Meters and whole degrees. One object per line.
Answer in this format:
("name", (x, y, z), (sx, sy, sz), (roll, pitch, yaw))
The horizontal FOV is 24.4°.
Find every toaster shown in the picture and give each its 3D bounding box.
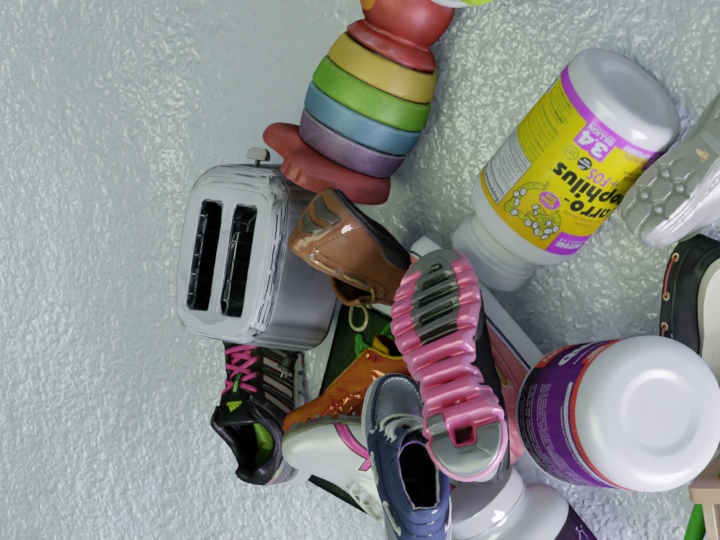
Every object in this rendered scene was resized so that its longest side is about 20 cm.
("toaster", (-0.090, -0.006, 1.481), (0.113, 0.129, 0.201), (10, 92, 29))

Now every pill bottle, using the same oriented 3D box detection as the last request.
("pill bottle", (0.159, -0.075, 1.343), (0.104, 0.104, 0.200), (47, 123, 13))
("pill bottle", (0.155, 0.259, 1.403), (0.112, 0.113, 0.200), (-29, 107, 35))
("pill bottle", (0.190, 0.111, 1.290), (0.113, 0.112, 0.200), (68, 165, -1))

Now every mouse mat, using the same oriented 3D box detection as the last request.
("mouse mat", (0.027, 0.143, 1.549), (0.161, 0.008, 0.201), (26, 115, 25))

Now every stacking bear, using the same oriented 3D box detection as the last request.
("stacking bear", (0.014, -0.167, 1.410), (0.201, 0.113, 0.122), (-65, 25, 17))

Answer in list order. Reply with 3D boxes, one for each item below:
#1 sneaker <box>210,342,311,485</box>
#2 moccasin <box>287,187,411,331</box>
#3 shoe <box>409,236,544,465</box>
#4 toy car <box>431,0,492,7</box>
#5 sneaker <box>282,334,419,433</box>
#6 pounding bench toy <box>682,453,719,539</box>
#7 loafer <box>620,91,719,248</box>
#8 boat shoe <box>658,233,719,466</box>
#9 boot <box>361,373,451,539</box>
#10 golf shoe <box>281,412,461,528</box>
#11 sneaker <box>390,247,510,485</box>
("sneaker", (-0.102, 0.113, 1.571), (0.074, 0.087, 0.201), (-12, 93, 35))
("moccasin", (0.001, 0.001, 1.418), (0.078, 0.201, 0.074), (-43, 63, 6))
("shoe", (0.091, 0.071, 1.406), (0.091, 0.071, 0.200), (-43, 99, -4))
("toy car", (0.112, -0.304, 1.287), (0.149, 0.175, 0.201), (-3, 78, -7))
("sneaker", (0.012, 0.102, 1.507), (0.199, 0.073, 0.077), (-24, 86, 24))
("pounding bench toy", (0.310, 0.205, 1.309), (0.199, 0.124, 0.157), (-5, 102, 33))
("loafer", (0.287, -0.093, 1.279), (0.200, 0.070, 0.070), (-40, 62, 16))
("boat shoe", (0.274, 0.068, 1.338), (0.063, 0.073, 0.202), (42, 137, 54))
("boot", (0.043, 0.143, 1.360), (0.091, 0.072, 0.201), (93, 169, -46))
("golf shoe", (0.026, 0.183, 1.455), (0.199, 0.092, 0.073), (14, 146, -5))
("sneaker", (0.080, 0.081, 1.333), (0.079, 0.095, 0.201), (-16, 64, 17))
